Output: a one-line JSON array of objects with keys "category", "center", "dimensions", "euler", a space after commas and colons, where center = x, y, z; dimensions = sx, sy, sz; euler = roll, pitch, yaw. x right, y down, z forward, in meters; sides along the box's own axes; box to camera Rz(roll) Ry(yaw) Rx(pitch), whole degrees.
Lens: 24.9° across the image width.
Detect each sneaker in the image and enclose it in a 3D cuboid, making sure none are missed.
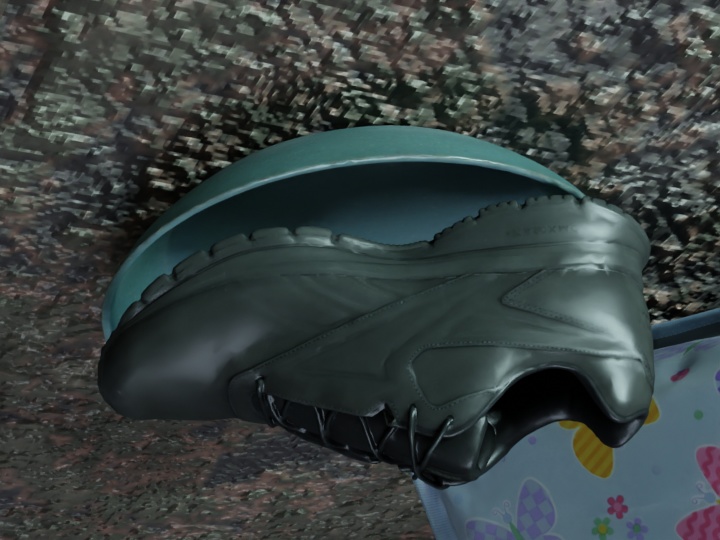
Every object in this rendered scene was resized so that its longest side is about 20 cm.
[{"category": "sneaker", "center": [0.006, 0.033, 0.564], "dimensions": [0.200, 0.091, 0.076], "euler": [-10, 152, 6]}]

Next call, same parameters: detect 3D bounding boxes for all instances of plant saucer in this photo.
[{"category": "plant saucer", "center": [0.000, 0.000, 0.630], "dimensions": [0.200, 0.036, 0.200], "euler": [-6, 150, -4]}]

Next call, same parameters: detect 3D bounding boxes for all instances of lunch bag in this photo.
[{"category": "lunch bag", "center": [0.140, 0.084, 0.700], "dimensions": [0.169, 0.127, 0.200], "euler": [-19, 173, 30]}]
